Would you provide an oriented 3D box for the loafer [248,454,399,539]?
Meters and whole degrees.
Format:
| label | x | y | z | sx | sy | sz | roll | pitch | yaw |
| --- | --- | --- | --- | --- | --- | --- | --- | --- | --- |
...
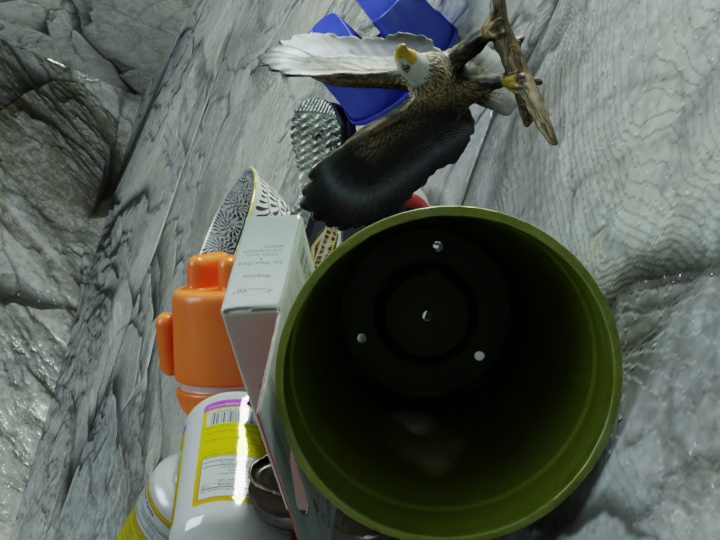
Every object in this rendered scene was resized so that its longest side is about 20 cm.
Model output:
| label | x | y | z | sx | sy | sz | roll | pitch | yaw |
| --- | --- | --- | --- | --- | --- | --- | --- | --- | --- |
| loafer | -0.025 | 0.161 | 1.060 | 0.200 | 0.073 | 0.071 | 3 | 113 | 54 |

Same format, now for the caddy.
| label | x | y | z | sx | sy | sz | roll | pitch | yaw |
| --- | --- | --- | --- | --- | --- | --- | --- | --- | --- |
| caddy | 0.024 | -0.222 | 1.393 | 0.141 | 0.105 | 0.200 | -42 | 22 | 9 |

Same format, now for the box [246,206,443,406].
| label | x | y | z | sx | sy | sz | roll | pitch | yaw |
| --- | --- | --- | --- | --- | --- | --- | --- | --- | --- |
| box | 0.003 | 0.044 | 1.132 | 0.198 | 0.050 | 0.200 | 14 | 84 | 55 |

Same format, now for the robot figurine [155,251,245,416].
| label | x | y | z | sx | sy | sz | roll | pitch | yaw |
| --- | --- | --- | --- | --- | --- | --- | --- | --- | --- |
| robot figurine | -0.142 | 0.081 | 1.452 | 0.117 | 0.144 | 0.200 | -158 | 65 | -77 |

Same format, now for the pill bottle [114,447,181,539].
| label | x | y | z | sx | sy | sz | roll | pitch | yaw |
| --- | --- | --- | --- | --- | --- | --- | --- | --- | --- |
| pill bottle | -0.181 | 0.262 | 1.412 | 0.200 | 0.112 | 0.113 | -59 | 19 | 28 |

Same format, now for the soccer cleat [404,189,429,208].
| label | x | y | z | sx | sy | sz | roll | pitch | yaw |
| --- | --- | --- | --- | --- | --- | --- | --- | --- | --- |
| soccer cleat | 0.000 | 0.000 | 1.263 | 0.200 | 0.069 | 0.085 | -57 | 15 | 23 |

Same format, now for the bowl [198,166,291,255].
| label | x | y | z | sx | sy | sz | roll | pitch | yaw |
| --- | --- | --- | --- | --- | --- | --- | --- | --- | --- |
| bowl | -0.124 | -0.012 | 1.600 | 0.201 | 0.094 | 0.201 | -57 | 21 | 35 |

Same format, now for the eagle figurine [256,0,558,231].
| label | x | y | z | sx | sy | sz | roll | pitch | yaw |
| --- | --- | --- | --- | --- | --- | --- | --- | --- | --- |
| eagle figurine | 0.036 | -0.139 | 1.077 | 0.200 | 0.151 | 0.152 | -22 | 36 | 15 |

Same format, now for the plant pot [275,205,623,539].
| label | x | y | z | sx | sy | sz | roll | pitch | yaw |
| --- | --- | --- | --- | --- | --- | --- | --- | --- | --- |
| plant pot | 0.048 | 0.046 | 0.878 | 0.193 | 0.200 | 0.201 | -100 | 34 | -80 |

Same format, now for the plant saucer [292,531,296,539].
| label | x | y | z | sx | sy | sz | roll | pitch | yaw |
| --- | --- | --- | --- | --- | --- | --- | --- | --- | --- |
| plant saucer | -0.086 | 0.270 | 1.255 | 0.200 | 0.029 | 0.200 | -56 | 21 | 36 |

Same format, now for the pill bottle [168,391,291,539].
| label | x | y | z | sx | sy | sz | roll | pitch | yaw |
| --- | --- | --- | --- | --- | --- | --- | --- | --- | --- |
| pill bottle | -0.110 | 0.206 | 1.180 | 0.104 | 0.104 | 0.200 | -56 | 20 | 34 |

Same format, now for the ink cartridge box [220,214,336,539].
| label | x | y | z | sx | sy | sz | roll | pitch | yaw |
| --- | --- | --- | --- | --- | --- | --- | --- | --- | --- |
| ink cartridge box | -0.050 | 0.094 | 0.898 | 0.174 | 0.043 | 0.200 | -79 | -18 | -47 |

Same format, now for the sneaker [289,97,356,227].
| label | x | y | z | sx | sy | sz | roll | pitch | yaw |
| --- | --- | --- | --- | --- | --- | --- | --- | --- | --- |
| sneaker | -0.030 | -0.081 | 1.456 | 0.100 | 0.069 | 0.200 | -11 | -73 | -69 |
